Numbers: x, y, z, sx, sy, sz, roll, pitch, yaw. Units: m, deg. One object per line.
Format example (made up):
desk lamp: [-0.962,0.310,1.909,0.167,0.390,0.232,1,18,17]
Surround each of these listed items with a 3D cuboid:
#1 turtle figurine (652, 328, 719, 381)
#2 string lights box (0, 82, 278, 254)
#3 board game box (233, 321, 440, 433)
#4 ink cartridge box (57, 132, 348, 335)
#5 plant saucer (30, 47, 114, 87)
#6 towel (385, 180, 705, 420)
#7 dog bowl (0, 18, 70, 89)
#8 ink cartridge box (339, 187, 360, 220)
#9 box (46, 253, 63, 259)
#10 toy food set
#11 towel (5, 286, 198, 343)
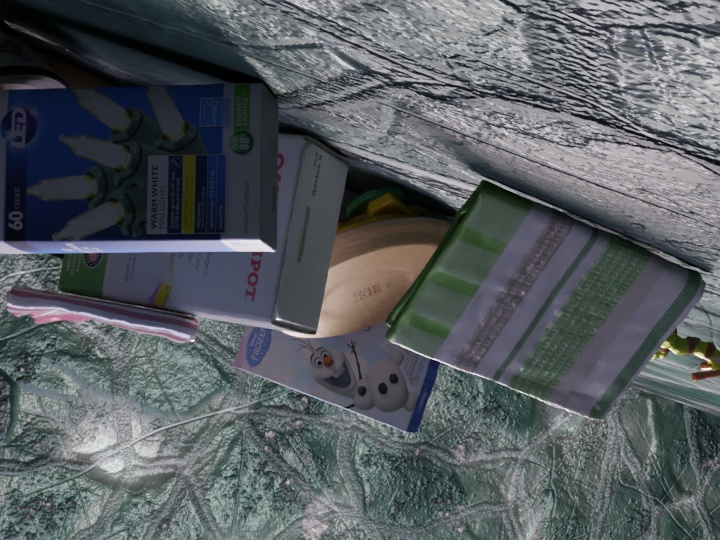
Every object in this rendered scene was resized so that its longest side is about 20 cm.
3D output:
turtle figurine: [0.267,0.057,1.216,0.199,0.065,0.161,10,-177,8]
string lights box: [-0.156,-0.064,0.815,0.199,0.103,0.059,-1,174,6]
board game box: [-0.005,0.035,1.245,0.198,0.201,0.043,19,178,21]
ink cartridge box: [-0.124,-0.036,0.986,0.199,0.146,0.087,7,174,25]
plant saucer: [-0.280,-0.163,1.060,0.200,0.032,0.200,19,176,1]
towel: [0.136,0.024,0.918,0.199,0.149,0.031,23,-153,-20]
dog bowl: [-0.311,-0.110,0.889,0.074,0.200,0.200,58,-177,9]
ink cartridge box: [-0.113,-0.069,1.179,0.199,0.083,0.146,18,176,27]
box: [-0.298,-0.078,1.469,0.199,0.161,0.044,18,175,15]
toy food set: [0.000,0.000,1.112,0.197,0.049,0.200,-27,156,14]
towel: [-0.207,0.040,1.024,0.146,0.030,0.200,10,177,-8]
